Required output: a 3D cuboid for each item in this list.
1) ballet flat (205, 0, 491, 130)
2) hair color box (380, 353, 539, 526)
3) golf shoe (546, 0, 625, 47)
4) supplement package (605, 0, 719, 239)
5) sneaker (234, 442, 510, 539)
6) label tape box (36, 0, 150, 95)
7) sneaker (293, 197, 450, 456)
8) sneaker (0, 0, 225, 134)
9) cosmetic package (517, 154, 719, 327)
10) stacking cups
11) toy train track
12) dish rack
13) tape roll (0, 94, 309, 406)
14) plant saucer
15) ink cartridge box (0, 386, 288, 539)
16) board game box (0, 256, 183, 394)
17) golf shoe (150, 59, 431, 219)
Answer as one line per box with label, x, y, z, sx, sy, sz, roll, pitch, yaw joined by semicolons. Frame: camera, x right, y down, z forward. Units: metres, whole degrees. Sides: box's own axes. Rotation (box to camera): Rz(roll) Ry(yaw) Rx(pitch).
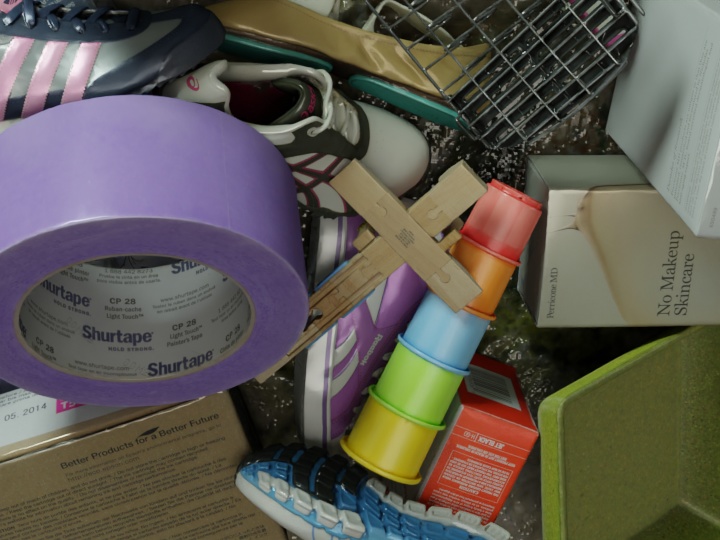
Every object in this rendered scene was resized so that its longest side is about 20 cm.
ballet flat;-0.009;-0.146;0.839;0.199;0.069;0.063;17;87;-16
hair color box;0.052;0.165;0.944;0.061;0.102;0.201;20;110;-11
golf shoe;0.123;-0.229;0.805;0.091;0.075;0.200;-35;112;6
supplement package;0.236;-0.104;0.796;0.116;0.200;0.118;4;112;-7
sneaker;0.003;0.185;0.864;0.199;0.075;0.087;26;114;0
label tape box;-0.220;-0.131;0.816;0.144;0.063;0.201;-29;113;6
sneaker;0.015;0.047;0.909;0.114;0.073;0.202;5;112;-11
sneaker;-0.179;-0.128;0.749;0.199;0.070;0.082;-19;116;-1
cosmetic package;0.212;-0.021;0.898;0.199;0.073;0.104;-2;113;-6
stacking cups;0.053;0.037;0.857;0.060;0.061;0.201;22;99;-14
toy train track;0.000;0.000;0.841;0.200;0.033;0.115;-41;101;21
dish rack;0.068;-0.174;0.763;0.200;0.055;0.153;50;138;-1
tape roll;-0.132;-0.005;0.774;0.199;0.085;0.200;-5;146;-4
plant saucer;0.191;0.136;0.935;0.199;0.048;0.201;-23;118;-35
ink cartridge box;-0.166;0.147;0.910;0.199;0.075;0.165;-17;125;-1
board game box;-0.200;0.014;0.898;0.199;0.026;0.201;-27;112;6
golf shoe;-0.030;-0.082;0.810;0.199;0.088;0.078;5;73;-32
